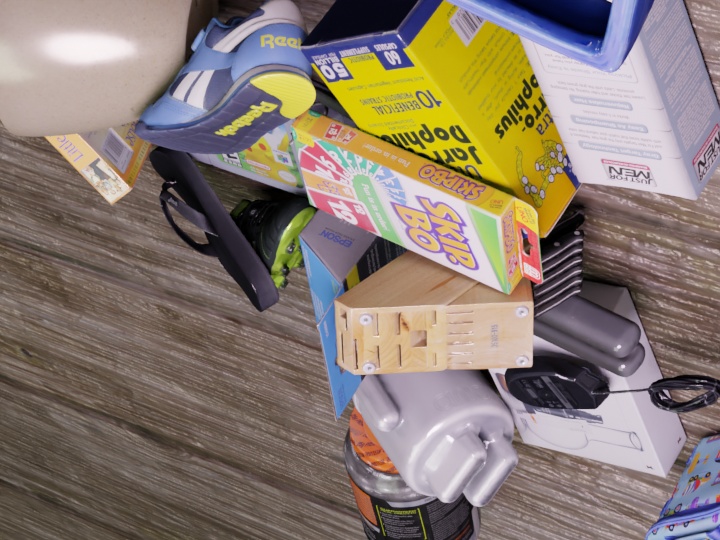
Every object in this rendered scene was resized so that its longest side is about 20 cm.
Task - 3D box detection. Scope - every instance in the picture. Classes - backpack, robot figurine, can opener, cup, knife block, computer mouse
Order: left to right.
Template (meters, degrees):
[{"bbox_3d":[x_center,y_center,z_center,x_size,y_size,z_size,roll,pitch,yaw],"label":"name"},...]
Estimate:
[{"bbox_3d":[-0.194,-0.197,1.542,0.143,0.200,0.200,8,146,10],"label":"cup"},{"bbox_3d":[0.063,0.124,1.758,0.169,0.113,0.200,17,-152,-44],"label":"robot figurine"},{"bbox_3d":[0.079,0.000,1.503,0.200,0.176,0.064,-3,125,0],"label":"knife block"},{"bbox_3d":[0.151,0.016,1.565,0.200,0.067,0.053,26,153,34],"label":"can opener"},{"bbox_3d":[0.206,0.088,1.582,0.200,0.034,0.059,0,145,35],"label":"computer mouse"},{"bbox_3d":[0.321,0.240,1.596,0.135,0.200,0.183,43,152,-14],"label":"backpack"}]

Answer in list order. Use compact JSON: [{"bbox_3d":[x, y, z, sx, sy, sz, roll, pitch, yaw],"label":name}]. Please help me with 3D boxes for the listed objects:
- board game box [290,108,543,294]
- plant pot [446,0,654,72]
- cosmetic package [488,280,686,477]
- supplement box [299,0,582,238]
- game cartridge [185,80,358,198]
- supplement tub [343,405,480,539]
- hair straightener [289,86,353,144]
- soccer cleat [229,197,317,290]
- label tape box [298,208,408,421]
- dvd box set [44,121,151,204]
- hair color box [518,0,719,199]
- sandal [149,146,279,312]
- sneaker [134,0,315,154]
[{"bbox_3d":[0.042,-0.048,1.423,0.200,0.030,0.096,22,151,23],"label":"board game box"},{"bbox_3d":[0.109,-0.264,1.086,0.200,0.180,0.200,29,151,15],"label":"plant pot"},{"bbox_3d":[0.183,0.086,1.676,0.151,0.052,0.200,9,142,36],"label":"cosmetic package"},{"bbox_3d":[0.071,-0.128,1.410,0.109,0.110,0.200,-3,134,50],"label":"supplement box"},{"bbox_3d":[-0.089,-0.128,1.667,0.200,0.040,0.133,19,144,28],"label":"game cartridge"},{"bbox_3d":[0.051,0.204,1.924,0.122,0.123,0.200,22,149,25],"label":"supplement tub"},{"bbox_3d":[-0.051,-0.140,1.560,0.200,0.077,0.041,21,-178,24],"label":"hair straightener"},{"bbox_3d":[-0.084,-0.034,1.747,0.081,0.068,0.200,41,166,2],"label":"soccer cleat"},{"bbox_3d":[0.000,0.000,1.586,0.063,0.200,0.144,24,149,22],"label":"label tape box"},{"bbox_3d":[-0.261,-0.167,1.694,0.029,0.146,0.200,-34,112,24],"label":"dvd box set"},{"bbox_3d":[0.174,-0.144,1.324,0.099,0.061,0.200,12,143,38],"label":"hair color box"},{"bbox_3d":[-0.141,-0.041,1.735,0.200,0.043,0.076,52,167,31],"label":"sandal"},{"bbox_3d":[-0.100,-0.142,1.461,0.074,0.082,0.200,12,159,-37],"label":"sneaker"}]
